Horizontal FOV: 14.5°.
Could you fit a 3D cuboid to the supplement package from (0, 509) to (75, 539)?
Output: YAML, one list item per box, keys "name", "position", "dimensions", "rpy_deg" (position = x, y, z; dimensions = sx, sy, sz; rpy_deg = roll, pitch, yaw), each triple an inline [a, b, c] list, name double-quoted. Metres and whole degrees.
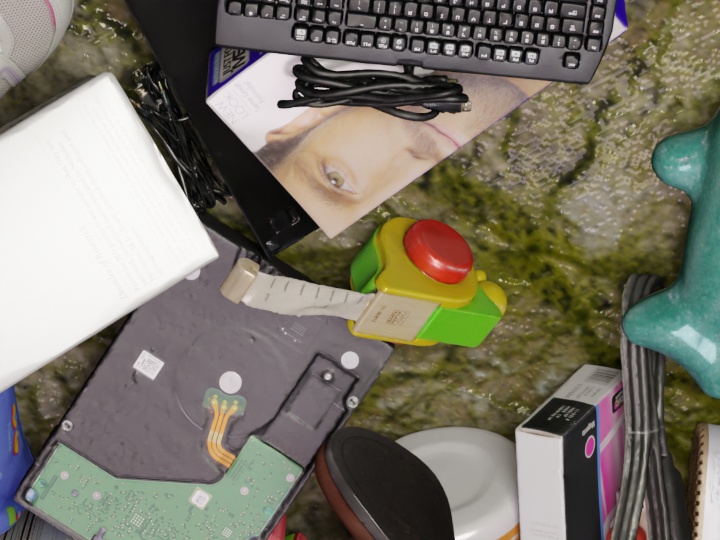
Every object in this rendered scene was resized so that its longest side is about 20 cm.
- name: "supplement package"
  position: [-0.185, 0.264, 1.739]
  dimensions: [0.200, 0.147, 0.191]
  rpy_deg: [-34, 115, 24]

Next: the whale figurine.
- name: "whale figurine"
  position: [0.220, -0.015, 1.512]
  dimensions: [0.159, 0.104, 0.200]
  rpy_deg: [35, 112, -5]

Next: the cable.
- name: "cable"
  position: [0.150, 0.106, 1.606]
  dimensions: [0.050, 0.097, 0.201]
  rpy_deg: [-2, 107, 30]

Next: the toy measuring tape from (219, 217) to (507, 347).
- name: "toy measuring tape"
  position: [0.000, 0.000, 1.562]
  dimensions: [0.199, 0.074, 0.074]
  rpy_deg: [10, 131, -37]

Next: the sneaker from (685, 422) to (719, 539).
- name: "sneaker"
  position: [0.240, 0.193, 1.647]
  dimensions: [0.108, 0.070, 0.201]
  rpy_deg: [5, 89, -2]

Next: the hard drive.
- name: "hard drive"
  position: [-0.089, 0.084, 1.628]
  dimensions: [0.139, 0.038, 0.201]
  rpy_deg: [32, 102, -6]

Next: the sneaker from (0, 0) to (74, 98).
- name: "sneaker"
  position: [-0.232, -0.100, 1.530]
  dimensions: [0.200, 0.088, 0.081]
  rpy_deg: [-38, 113, 27]

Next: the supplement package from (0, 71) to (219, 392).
- name: "supplement package"
  position: [-0.193, -0.007, 1.511]
  dimensions: [0.199, 0.117, 0.118]
  rpy_deg: [-32, 98, -7]

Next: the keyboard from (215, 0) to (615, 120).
- name: "keyboard"
  position: [0.027, -0.120, 1.422]
  dimensions: [0.199, 0.040, 0.105]
  rpy_deg: [5, 115, -2]

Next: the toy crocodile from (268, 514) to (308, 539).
- name: "toy crocodile"
  position: [-0.052, 0.180, 1.713]
  dimensions: [0.062, 0.068, 0.200]
  rpy_deg: [-26, 114, 21]

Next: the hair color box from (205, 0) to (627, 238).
- name: "hair color box"
  position: [0.028, -0.120, 1.490]
  dimensions: [0.200, 0.065, 0.109]
  rpy_deg: [-35, 114, 19]

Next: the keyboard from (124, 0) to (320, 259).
- name: "keyboard"
  position: [-0.076, -0.102, 1.555]
  dimensions: [0.104, 0.040, 0.201]
  rpy_deg: [-29, 117, -3]

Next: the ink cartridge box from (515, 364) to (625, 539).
- name: "ink cartridge box"
  position: [0.126, 0.164, 1.643]
  dimensions: [0.037, 0.095, 0.201]
  rpy_deg: [10, 116, 27]

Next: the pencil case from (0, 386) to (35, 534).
- name: "pencil case"
  position: [-0.236, 0.066, 1.652]
  dimensions: [0.086, 0.078, 0.201]
  rpy_deg: [-3, 124, 1]

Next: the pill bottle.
- name: "pill bottle"
  position: [0.062, 0.202, 1.689]
  dimensions: [0.111, 0.112, 0.201]
  rpy_deg: [-5, 123, 10]

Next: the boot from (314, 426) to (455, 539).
- name: "boot"
  position: [-0.022, 0.184, 1.604]
  dimensions: [0.199, 0.069, 0.188]
  rpy_deg: [-23, 125, 34]
